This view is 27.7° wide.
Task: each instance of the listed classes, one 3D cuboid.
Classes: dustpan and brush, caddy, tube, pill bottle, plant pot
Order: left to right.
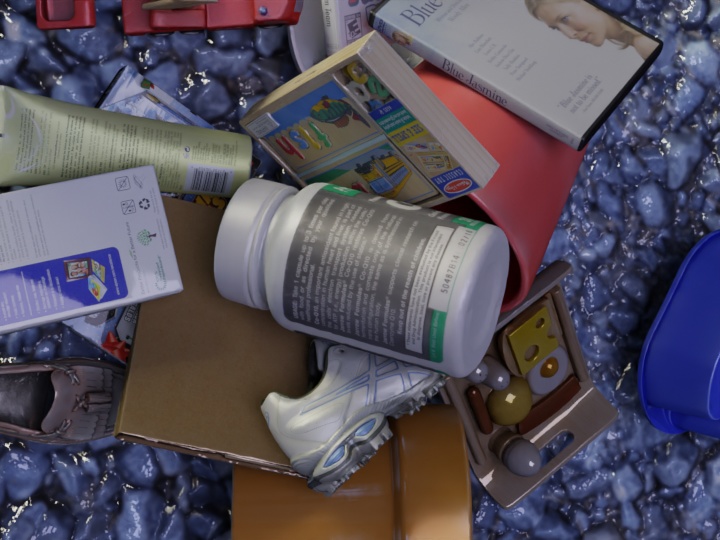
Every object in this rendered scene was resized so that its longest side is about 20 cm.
[{"bbox_3d":[-0.184,-0.093,1.131,0.198,0.052,0.059,5,61,-16],"label":"tube"},{"bbox_3d":[-0.019,-0.165,1.220,0.139,0.057,0.201,27,84,-19],"label":"dustpan and brush"},{"bbox_3d":[-0.014,0.208,1.182,0.181,0.200,0.202,1,92,-5],"label":"plant pot"},{"bbox_3d":[0.000,0.000,1.074,0.198,0.113,0.114,15,87,18],"label":"pill bottle"},{"bbox_3d":[0.093,-0.094,1.201,0.200,0.200,0.178,45,63,-16],"label":"plant pot"},{"bbox_3d":[0.329,0.060,1.336,0.141,0.105,0.201,35,80,-40],"label":"caddy"}]

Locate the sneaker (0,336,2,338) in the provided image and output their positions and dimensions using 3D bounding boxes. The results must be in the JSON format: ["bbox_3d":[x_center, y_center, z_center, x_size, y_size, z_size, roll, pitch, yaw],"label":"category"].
[{"bbox_3d":[-0.308,-0.001,1.099,0.076,0.080,0.202,3,83,-21],"label":"sneaker"}]

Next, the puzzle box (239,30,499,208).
[{"bbox_3d":[0.001,-0.094,1.083,0.133,0.200,0.025,44,64,-15],"label":"puzzle box"}]

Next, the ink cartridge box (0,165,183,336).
[{"bbox_3d":[-0.236,-0.009,1.064,0.198,0.039,0.100,-12,88,-23],"label":"ink cartridge box"}]

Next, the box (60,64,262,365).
[{"bbox_3d":[-0.189,-0.043,1.175,0.136,0.040,0.201,35,81,-17],"label":"box"}]

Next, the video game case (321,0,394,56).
[{"bbox_3d":[0.040,-0.285,1.198,0.199,0.024,0.184,-22,116,-40],"label":"video game case"}]

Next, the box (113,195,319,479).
[{"bbox_3d":[-0.095,0.050,1.131,0.162,0.021,0.202,13,63,-15],"label":"box"}]

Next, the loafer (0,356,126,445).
[{"bbox_3d":[-0.259,0.102,1.144,0.198,0.063,0.073,6,90,-20],"label":"loafer"}]

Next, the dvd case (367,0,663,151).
[{"bbox_3d":[0.125,-0.188,1.157,0.199,0.018,0.143,33,55,14],"label":"dvd case"}]

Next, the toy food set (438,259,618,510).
[{"bbox_3d":[0.148,0.101,1.259,0.143,0.060,0.201,-37,133,-14],"label":"toy food set"}]

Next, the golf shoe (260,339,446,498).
[{"bbox_3d":[0.011,0.075,1.109,0.097,0.078,0.200,46,57,8],"label":"golf shoe"}]

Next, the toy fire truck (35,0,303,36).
[{"bbox_3d":[-0.142,-0.211,1.126,0.198,0.141,0.049,-4,95,-2],"label":"toy fire truck"}]
